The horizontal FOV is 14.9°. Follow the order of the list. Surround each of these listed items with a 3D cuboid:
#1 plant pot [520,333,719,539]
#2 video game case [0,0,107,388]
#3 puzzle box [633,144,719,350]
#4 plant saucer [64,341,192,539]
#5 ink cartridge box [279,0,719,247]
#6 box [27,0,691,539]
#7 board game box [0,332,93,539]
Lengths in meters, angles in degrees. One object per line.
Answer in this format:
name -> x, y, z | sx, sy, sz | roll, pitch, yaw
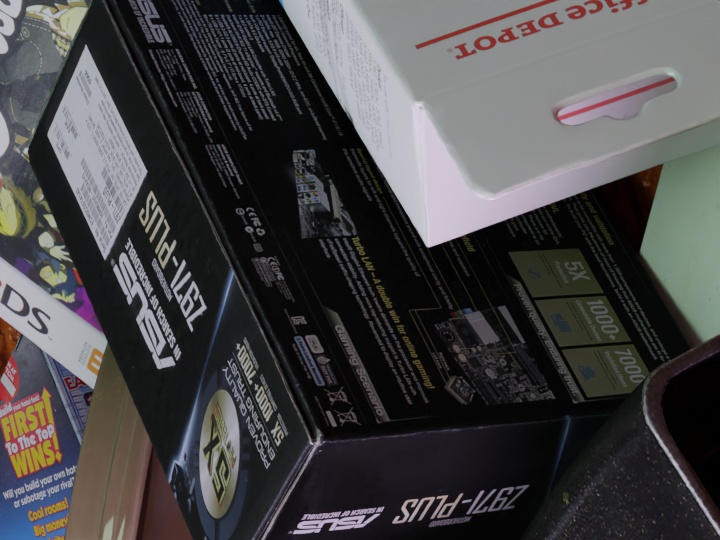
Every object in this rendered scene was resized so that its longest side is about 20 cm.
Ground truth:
plant pot -> 0.148, 0.115, 0.786 | 0.200, 0.199, 0.177 | 58, 142, 9
video game case -> -0.119, -0.070, 1.090 | 0.181, 0.036, 0.201 | 36, 125, 14
puzzle box -> 0.148, 0.008, 0.903 | 0.133, 0.025, 0.201 | 35, 123, 39
plant saucer -> -0.083, 0.095, 1.026 | 0.029, 0.200, 0.202 | 8, 109, 4
ink cartridge box -> 0.047, -0.085, 0.891 | 0.068, 0.115, 0.201 | 85, 162, -49
box -> 0.000, 0.000, 0.941 | 0.201, 0.163, 0.086 | 62, 140, 31
board game box -> -0.123, 0.124, 1.209 | 0.199, 0.061, 0.201 | -22, 80, 49
